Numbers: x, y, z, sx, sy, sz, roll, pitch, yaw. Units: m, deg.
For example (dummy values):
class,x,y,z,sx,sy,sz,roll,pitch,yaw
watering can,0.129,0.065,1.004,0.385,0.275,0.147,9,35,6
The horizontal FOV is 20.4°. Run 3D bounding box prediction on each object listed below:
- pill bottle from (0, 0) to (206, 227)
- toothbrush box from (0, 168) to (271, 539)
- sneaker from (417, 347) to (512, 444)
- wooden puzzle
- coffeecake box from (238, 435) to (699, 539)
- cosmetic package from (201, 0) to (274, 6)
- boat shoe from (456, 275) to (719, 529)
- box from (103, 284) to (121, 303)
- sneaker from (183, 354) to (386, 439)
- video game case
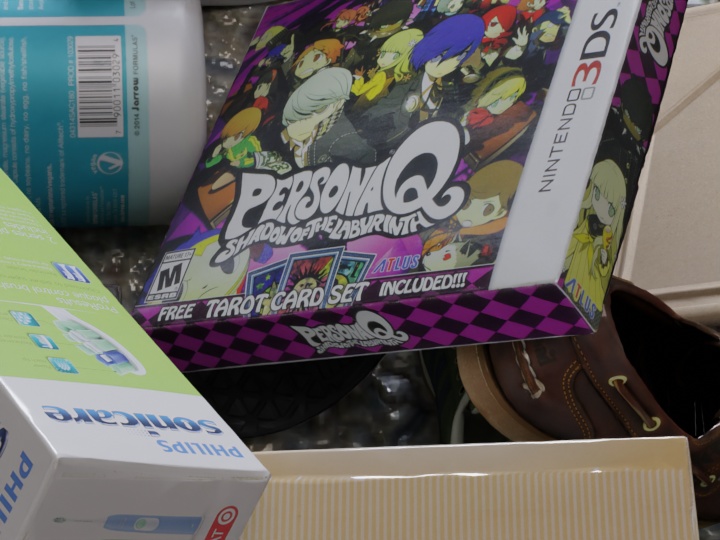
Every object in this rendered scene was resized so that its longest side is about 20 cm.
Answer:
class,x,y,z,sx,sy,sz,roll,pitch,yaw
pill bottle,-0.168,-0.073,0.865,0.199,0.111,0.111,-1,60,-8
toothbrush box,-0.139,0.066,0.658,0.086,0.146,0.200,10,24,-43
sneaker,0.064,0.053,0.830,0.067,0.090,0.201,-1,59,-5
wooden puzzle,0.194,-0.053,0.904,0.199,0.037,0.186,-4,55,28
coffeecake box,0.037,0.136,0.702,0.153,0.200,0.073,-3,59,5
cosmetic package,-0.063,-0.253,0.950,0.164,0.165,0.201,-10,62,-11
boat shoe,0.122,0.053,0.786,0.070,0.200,0.071,-26,61,30
box,-0.174,0.101,0.799,0.158,0.048,0.201,0,60,-8
sneaker,0.000,0.000,0.866,0.200,0.083,0.072,-37,94,4
video game case,0.020,-0.047,0.783,0.199,0.036,0.182,-6,48,35
